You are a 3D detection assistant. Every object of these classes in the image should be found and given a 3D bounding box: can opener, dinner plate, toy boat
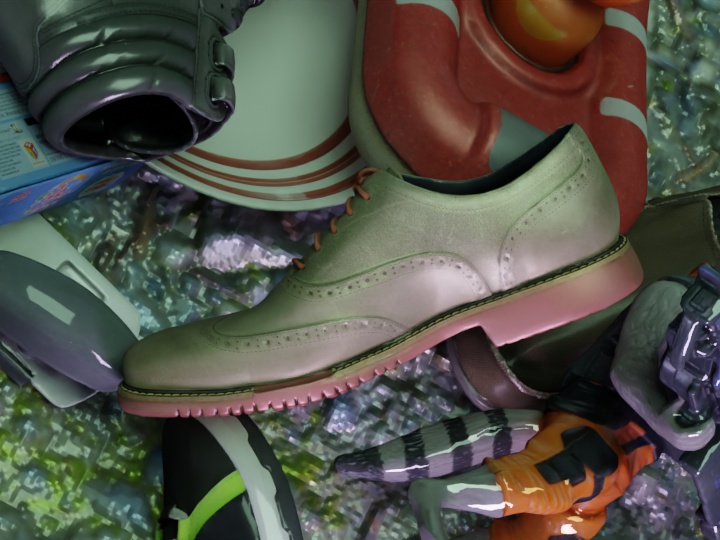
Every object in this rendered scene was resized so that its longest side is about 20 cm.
[{"bbox_3d":[-0.157,-0.030,1.059,0.200,0.067,0.053,45,63,-9],"label":"can opener"},{"bbox_3d":[-0.058,-0.110,1.125,0.200,0.024,0.201,19,53,-27],"label":"dinner plate"},{"bbox_3d":[0.077,-0.109,1.115,0.130,0.131,0.200,27,44,-23],"label":"toy boat"}]

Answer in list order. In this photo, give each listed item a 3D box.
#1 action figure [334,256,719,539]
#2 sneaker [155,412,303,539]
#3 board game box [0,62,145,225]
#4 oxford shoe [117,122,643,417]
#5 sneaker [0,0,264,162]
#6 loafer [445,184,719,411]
[{"bbox_3d":[0.093,0.045,1.056,0.193,0.200,0.105,-34,60,-14],"label":"action figure"},{"bbox_3d":[-0.063,0.143,1.038,0.083,0.072,0.201,-5,75,-19],"label":"sneaker"},{"bbox_3d":[-0.169,-0.110,1.049,0.200,0.037,0.151,56,22,4],"label":"board game box"},{"bbox_3d":[0.000,0.000,1.038,0.199,0.070,0.075,-18,103,-5],"label":"oxford shoe"},{"bbox_3d":[-0.057,-0.095,1.058,0.200,0.071,0.099,-14,75,-36],"label":"sneaker"},{"bbox_3d":[0.124,-0.002,1.152,0.200,0.071,0.073,-25,83,-25],"label":"loafer"}]
